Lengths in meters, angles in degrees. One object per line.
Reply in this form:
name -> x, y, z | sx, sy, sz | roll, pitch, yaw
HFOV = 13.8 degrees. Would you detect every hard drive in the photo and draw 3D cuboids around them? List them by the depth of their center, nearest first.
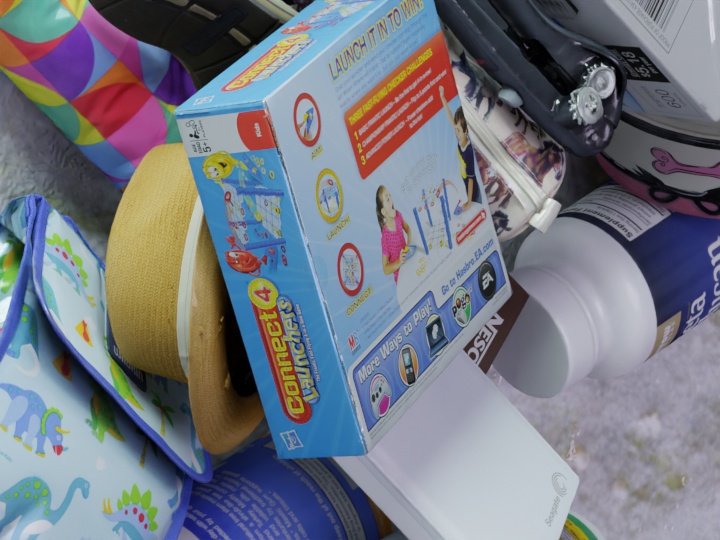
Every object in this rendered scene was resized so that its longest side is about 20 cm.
hard drive -> 0.038, 0.091, 1.666 | 0.200, 0.027, 0.132 | 48, 36, -16

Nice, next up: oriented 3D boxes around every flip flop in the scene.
flip flop -> -0.081, -0.139, 1.618 | 0.200, 0.081, 0.058 | 34, 30, -45

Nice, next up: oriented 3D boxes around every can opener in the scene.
can opener -> 0.082, -0.136, 1.697 | 0.200, 0.078, 0.064 | 41, 72, -36

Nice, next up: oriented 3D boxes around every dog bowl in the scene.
dog bowl -> 0.234, -0.108, 1.934 | 0.200, 0.200, 0.074 | -29, 137, -36

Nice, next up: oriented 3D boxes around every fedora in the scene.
fedora -> -0.086, -0.004, 1.610 | 0.201, 0.081, 0.202 | 8, 90, -75

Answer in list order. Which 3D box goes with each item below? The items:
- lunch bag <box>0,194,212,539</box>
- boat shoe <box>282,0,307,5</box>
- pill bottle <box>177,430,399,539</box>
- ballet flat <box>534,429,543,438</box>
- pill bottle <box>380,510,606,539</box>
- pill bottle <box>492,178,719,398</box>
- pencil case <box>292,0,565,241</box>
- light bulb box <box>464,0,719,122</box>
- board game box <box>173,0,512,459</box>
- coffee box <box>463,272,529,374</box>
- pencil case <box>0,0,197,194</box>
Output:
lunch bag -> -0.172, 0.085, 1.629 | 0.170, 0.127, 0.200 | 50, 49, -34
boat shoe -> -0.078, -0.233, 1.673 | 0.075, 0.093, 0.201 | -28, 116, -37
pill bottle -> -0.079, 0.175, 1.733 | 0.200, 0.112, 0.112 | -30, 117, -36
ballet flat -> 0.036, 0.085, 1.753 | 0.200, 0.069, 0.070 | 18, 85, -41
pill bottle -> 0.060, 0.201, 1.735 | 0.200, 0.112, 0.113 | -5, 101, -54
pill bottle -> 0.170, 0.003, 1.939 | 0.200, 0.111, 0.111 | -32, 118, -35
pencil case -> 0.042, -0.102, 1.733 | 0.078, 0.089, 0.200 | -41, 121, 2
light bulb box -> 0.116, -0.199, 1.789 | 0.198, 0.200, 0.125 | 42, 68, -40
board game box -> -0.004, -0.033, 1.575 | 0.200, 0.056, 0.197 | -43, 122, -54
coffee box -> 0.000, 0.000, 1.798 | 0.200, 0.080, 0.115 | 44, 69, -39
pencil case -> -0.149, -0.119, 1.631 | 0.200, 0.088, 0.089 | 49, 65, -41
